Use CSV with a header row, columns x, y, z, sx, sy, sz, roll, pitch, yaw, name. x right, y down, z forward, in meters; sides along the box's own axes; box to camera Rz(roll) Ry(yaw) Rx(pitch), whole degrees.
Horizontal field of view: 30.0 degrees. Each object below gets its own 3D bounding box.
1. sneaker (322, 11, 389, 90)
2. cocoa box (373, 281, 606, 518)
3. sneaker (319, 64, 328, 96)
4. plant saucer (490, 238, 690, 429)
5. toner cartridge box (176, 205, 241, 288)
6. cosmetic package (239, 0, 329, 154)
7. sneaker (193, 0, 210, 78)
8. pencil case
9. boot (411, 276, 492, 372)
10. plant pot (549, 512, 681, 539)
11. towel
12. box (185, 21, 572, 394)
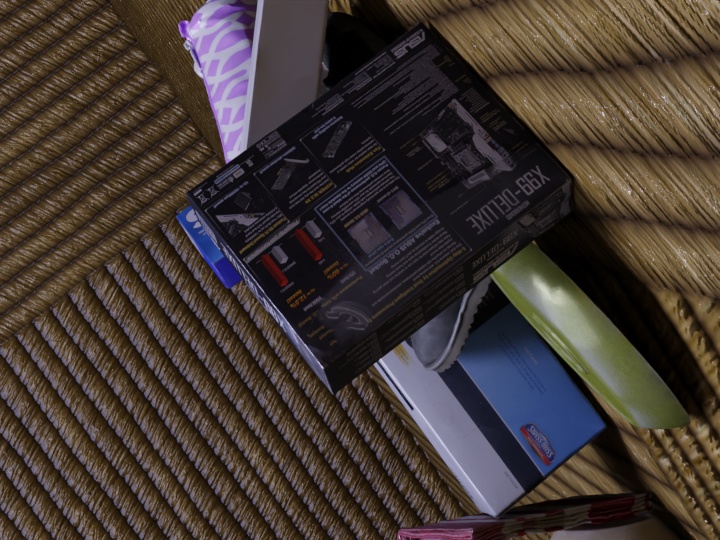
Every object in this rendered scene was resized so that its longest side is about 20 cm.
x,y,z,sx,sy,sz,roll,pitch,yaw,name
-0.006,-0.115,1.000,0.200,0.114,0.076,51,-176,41,sneaker
0.109,0.105,1.234,0.201,0.131,0.133,53,175,6,cocoa box
-0.017,-0.129,1.158,0.201,0.080,0.077,58,174,-3,sneaker
0.148,0.042,0.935,0.200,0.031,0.200,48,-179,-1,plant saucer
-0.081,-0.077,1.351,0.095,0.199,0.043,46,170,43,toner cartridge box
-0.055,-0.138,0.965,0.083,0.050,0.203,131,146,-79,cosmetic package
-0.124,-0.230,1.311,0.078,0.099,0.201,49,172,30,sneaker
-0.095,-0.142,1.138,0.084,0.084,0.202,101,154,-59,pencil case
0.000,-0.001,1.089,0.073,0.197,0.183,-94,16,-47,boot
0.234,0.295,1.217,0.200,0.197,0.137,132,130,-83,plant pot
0.150,0.229,1.225,0.144,0.197,0.023,-21,76,63,towel
0.012,-0.044,0.863,0.158,0.199,0.050,49,170,24,box
